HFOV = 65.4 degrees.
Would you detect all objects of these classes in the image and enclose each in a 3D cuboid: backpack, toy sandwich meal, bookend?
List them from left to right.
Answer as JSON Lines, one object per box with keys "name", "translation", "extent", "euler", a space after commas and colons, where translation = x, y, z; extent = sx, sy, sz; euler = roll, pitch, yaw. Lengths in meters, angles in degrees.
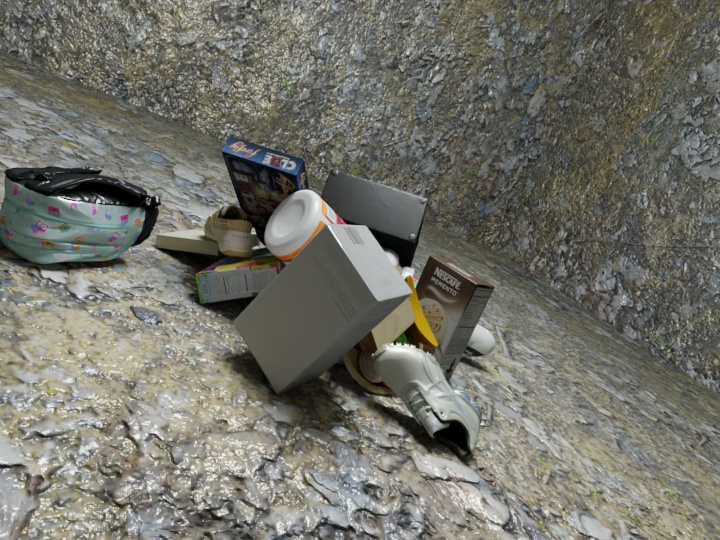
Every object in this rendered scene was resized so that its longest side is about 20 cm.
{"name": "backpack", "translation": [-0.420, -0.084, 0.826], "extent": [0.163, 0.131, 0.199], "euler": [16, 11, 20]}
{"name": "bookend", "translation": [0.023, -0.086, 1.120], "extent": [0.193, 0.094, 0.201], "euler": [18, -20, 8]}
{"name": "toy sandwich meal", "translation": [0.045, 0.088, 0.873], "extent": [0.201, 0.212, 0.069], "euler": [14, -18, -37]}

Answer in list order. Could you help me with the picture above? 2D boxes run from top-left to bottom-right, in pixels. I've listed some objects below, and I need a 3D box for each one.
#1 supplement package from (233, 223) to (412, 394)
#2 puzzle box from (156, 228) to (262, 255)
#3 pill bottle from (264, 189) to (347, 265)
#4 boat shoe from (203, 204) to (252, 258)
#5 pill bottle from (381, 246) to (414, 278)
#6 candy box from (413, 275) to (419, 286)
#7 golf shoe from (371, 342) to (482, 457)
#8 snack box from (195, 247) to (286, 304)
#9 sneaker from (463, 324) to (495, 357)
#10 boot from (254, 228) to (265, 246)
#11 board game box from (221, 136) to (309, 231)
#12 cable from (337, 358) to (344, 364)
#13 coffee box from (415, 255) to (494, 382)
{"name": "supplement package", "translation": [-0.051, 0.050, 0.756], "extent": [0.121, 0.200, 0.120], "euler": [53, 22, 14]}
{"name": "puzzle box", "translation": [-0.288, -0.060, 1.101], "extent": [0.129, 0.026, 0.200], "euler": [7, 10, 14]}
{"name": "pill bottle", "translation": [-0.053, -0.025, 0.905], "extent": [0.200, 0.113, 0.113], "euler": [43, -2, -39]}
{"name": "boat shoe", "translation": [-0.226, -0.079, 0.979], "extent": [0.072, 0.071, 0.199], "euler": [8, 14, -30]}
{"name": "pill bottle", "translation": [0.000, 0.000, 1.055], "extent": [0.194, 0.114, 0.111], "euler": [19, 13, 4]}
{"name": "candy box", "translation": [0.073, 0.033, 1.381], "extent": [0.198, 0.079, 0.167], "euler": [32, 15, 31]}
{"name": "golf shoe", "translation": [0.097, 0.184, 0.800], "extent": [0.198, 0.079, 0.098], "euler": [36, 25, -8]}
{"name": "snack box", "translation": [-0.181, -0.001, 0.964], "extent": [0.137, 0.055, 0.200], "euler": [-7, 11, 7]}
{"name": "sneaker", "translation": [0.190, 0.132, 1.159], "extent": [0.195, 0.081, 0.130], "euler": [25, 2, 5]}
{"name": "boot", "translation": [-0.115, -0.095, 1.175], "extent": [0.198, 0.192, 0.068], "euler": [-31, 8, -37]}
{"name": "board game box", "translation": [-0.149, -0.128, 0.950], "extent": [0.132, 0.035, 0.202], "euler": [19, -28, 12]}
{"name": "cable", "translation": [-0.060, 0.085, 0.953], "extent": [0.195, 0.071, 0.201], "euler": [21, 14, -16]}
{"name": "coffee box", "translation": [0.141, 0.090, 1.009], "extent": [0.113, 0.205, 0.079], "euler": [32, 16, 37]}
